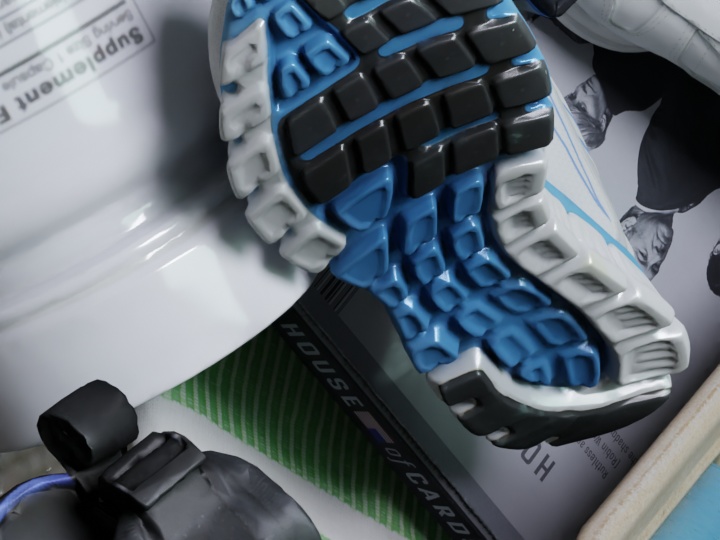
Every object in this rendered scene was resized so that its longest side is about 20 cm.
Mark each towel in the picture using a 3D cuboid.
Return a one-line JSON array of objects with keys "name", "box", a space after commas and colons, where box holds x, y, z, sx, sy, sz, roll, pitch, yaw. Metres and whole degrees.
[{"name": "towel", "box": [0.000, 0.000, 0.801, 0.152, 0.023, 0.200, 32, 56, -37]}]

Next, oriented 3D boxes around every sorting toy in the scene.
[{"name": "sorting toy", "box": [0.087, 0.096, 0.772, 0.200, 0.036, 0.185, -49, 158, -47]}]

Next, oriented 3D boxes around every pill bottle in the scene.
[{"name": "pill bottle", "box": [-0.096, -0.066, 0.646, 0.113, 0.113, 0.200, -42, 110, -47]}]

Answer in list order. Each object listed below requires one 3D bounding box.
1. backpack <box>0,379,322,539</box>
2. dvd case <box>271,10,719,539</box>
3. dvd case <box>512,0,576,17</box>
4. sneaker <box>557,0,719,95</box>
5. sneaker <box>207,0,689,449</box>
[{"name": "backpack", "box": [-0.056, 0.161, 0.587, 0.190, 0.154, 0.200, 40, 56, -23]}, {"name": "dvd case", "box": [0.061, -0.024, 0.805, 0.150, 0.025, 0.200, 51, 61, -22]}, {"name": "dvd case", "box": [-0.016, -0.123, 0.681, 0.018, 0.200, 0.143, -43, 103, 0]}, {"name": "sneaker", "box": [0.125, -0.078, 0.779, 0.200, 0.100, 0.075, 36, 68, -27]}, {"name": "sneaker", "box": [0.013, -0.036, 0.662, 0.200, 0.075, 0.087, 56, 13, -53]}]
